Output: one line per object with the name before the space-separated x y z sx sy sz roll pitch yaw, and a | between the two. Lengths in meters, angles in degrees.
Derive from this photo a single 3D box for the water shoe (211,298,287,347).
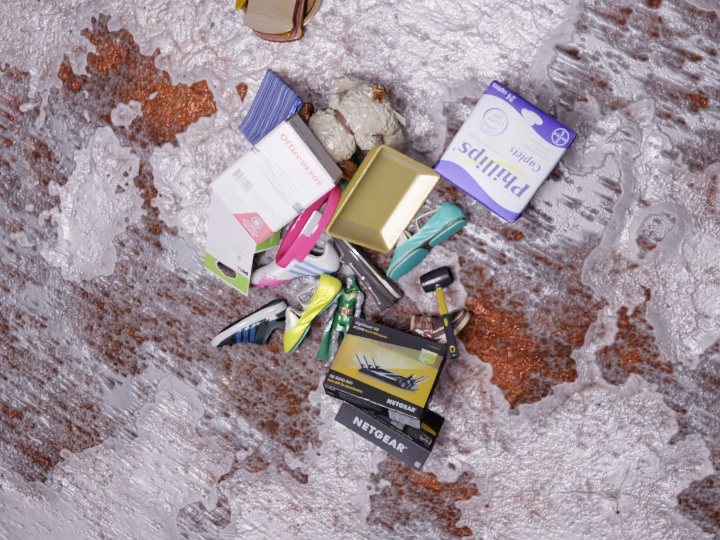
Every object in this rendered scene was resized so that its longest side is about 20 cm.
water shoe | -0.236 0.138 1.543 0.199 0.072 0.079 -28 97 18

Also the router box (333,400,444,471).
router box | 0.063 0.303 1.445 0.199 0.157 0.052 30 110 9

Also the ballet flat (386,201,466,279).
ballet flat | 0.122 -0.065 1.423 0.200 0.067 0.071 -40 64 18

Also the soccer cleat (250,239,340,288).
soccer cleat | -0.141 -0.020 1.488 0.198 0.070 0.087 -9 114 8

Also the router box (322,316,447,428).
router box | 0.049 0.194 1.368 0.199 0.052 0.158 16 60 16

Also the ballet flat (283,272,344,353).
ballet flat | -0.115 0.083 1.477 0.067 0.067 0.200 36 108 -13

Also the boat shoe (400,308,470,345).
boat shoe | 0.126 0.122 1.439 0.199 0.072 0.072 -30 103 24

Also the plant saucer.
plant saucer | 0.037 -0.143 1.378 0.048 0.199 0.201 46 110 37

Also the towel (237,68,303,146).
towel | -0.183 -0.307 1.408 0.145 0.024 0.200 -61 38 17

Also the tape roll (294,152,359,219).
tape roll | -0.101 -0.200 1.460 0.199 0.048 0.202 3 101 14

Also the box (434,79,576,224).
box | 0.271 -0.220 1.327 0.183 0.105 0.201 35 107 7

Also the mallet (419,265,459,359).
mallet | 0.155 0.084 1.390 0.065 0.041 0.201 -15 55 21

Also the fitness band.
fitness band | -0.102 -0.089 1.382 0.037 0.144 0.200 31 108 -16

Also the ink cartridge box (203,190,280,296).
ink cartridge box | -0.248 -0.072 1.488 0.147 0.076 0.201 29 120 29

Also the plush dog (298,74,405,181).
plush dog | -0.024 -0.273 1.350 0.171 0.160 0.200 -38 89 -4

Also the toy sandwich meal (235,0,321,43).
toy sandwich meal | -0.168 -0.559 1.403 0.204 0.070 0.207 3 100 15

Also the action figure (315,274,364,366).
action figure | -0.033 0.107 1.495 0.117 0.055 0.202 10 98 16

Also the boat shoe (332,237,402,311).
boat shoe | 0.000 0.000 1.457 0.057 0.067 0.200 -43 90 11

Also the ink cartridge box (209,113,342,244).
ink cartridge box | -0.154 -0.169 1.312 0.199 0.083 0.147 -34 102 22
